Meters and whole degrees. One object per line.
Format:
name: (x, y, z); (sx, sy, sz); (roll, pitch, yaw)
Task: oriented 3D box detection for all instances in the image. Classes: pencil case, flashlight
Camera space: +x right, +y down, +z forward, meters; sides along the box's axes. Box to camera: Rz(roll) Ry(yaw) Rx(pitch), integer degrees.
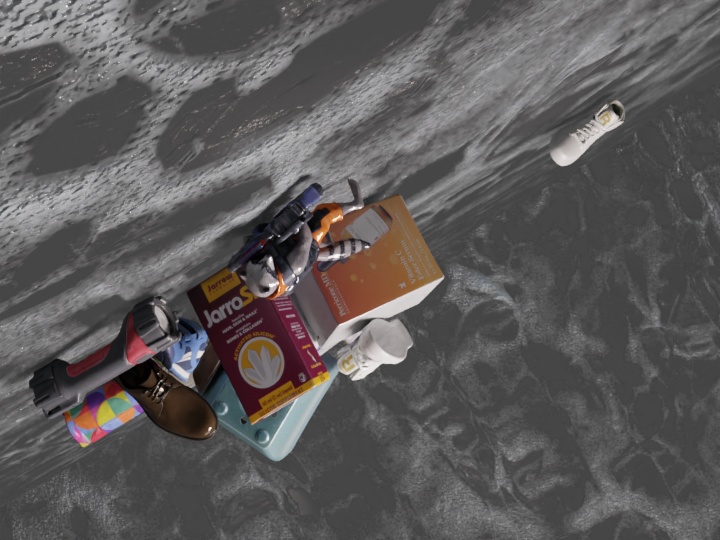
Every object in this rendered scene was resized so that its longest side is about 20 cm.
pencil case: (-0.446, 0.236, 1.388); (0.197, 0.090, 0.088); (-28, 175, -6)
flashlight: (-0.321, 0.104, 0.949); (0.196, 0.069, 0.068); (-27, -151, 9)

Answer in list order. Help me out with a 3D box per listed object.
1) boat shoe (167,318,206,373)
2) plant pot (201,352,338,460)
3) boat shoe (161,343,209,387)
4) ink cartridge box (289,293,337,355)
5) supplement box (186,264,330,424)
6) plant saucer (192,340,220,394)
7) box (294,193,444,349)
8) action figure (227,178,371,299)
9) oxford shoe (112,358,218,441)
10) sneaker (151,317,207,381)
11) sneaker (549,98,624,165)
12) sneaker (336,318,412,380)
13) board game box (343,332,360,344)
boat shoe: (-0.312, 0.140, 1.330); (0.074, 0.063, 0.199); (-28, 175, -36)
plant pot: (-0.165, 0.204, 1.298); (0.199, 0.194, 0.200); (-58, 179, 2)
boat shoe: (-0.386, 0.223, 1.684); (0.060, 0.074, 0.200); (-38, -179, 31)
ink cartridge box: (-0.118, 0.070, 1.210); (0.087, 0.147, 0.199); (-35, 170, 18)
supplement box: (-0.140, 0.090, 1.052); (0.109, 0.203, 0.086); (-30, 174, 10)
plant saucer: (-0.234, 0.115, 1.306); (0.203, 0.034, 0.200); (-58, -176, 7)
box: (0.000, 0.000, 1.159); (0.197, 0.155, 0.107); (-23, 166, -27)
action figure: (-0.063, -0.033, 0.907); (0.193, 0.106, 0.199); (-39, -177, -39)
oxford shoe: (-0.293, 0.181, 1.107); (0.073, 0.198, 0.085); (-56, 180, -19)
sneaker: (-0.274, 0.101, 1.124); (0.083, 0.073, 0.201); (-51, 172, -15)
sneaker: (0.489, -0.305, 1.626); (0.199, 0.074, 0.115); (-39, 180, -36)
sneaker: (0.010, 0.132, 1.172); (0.114, 0.075, 0.200); (-34, 169, 11)
board game box: (0.006, 0.026, 1.452); (0.200, 0.057, 0.165); (-44, -153, -3)
